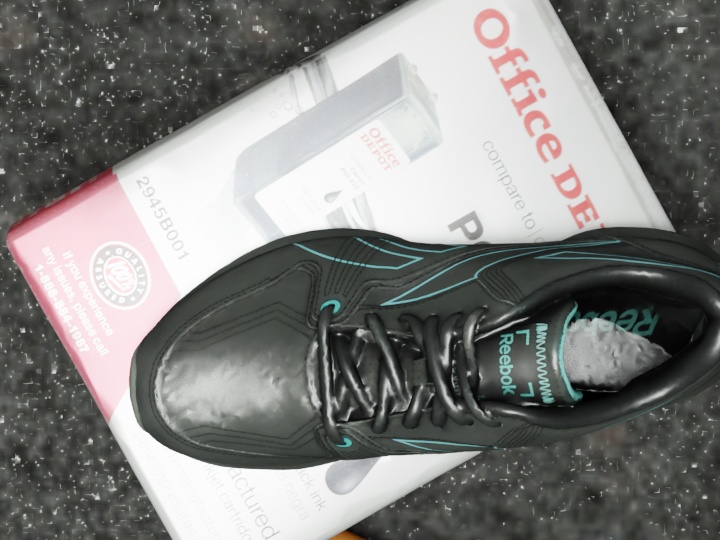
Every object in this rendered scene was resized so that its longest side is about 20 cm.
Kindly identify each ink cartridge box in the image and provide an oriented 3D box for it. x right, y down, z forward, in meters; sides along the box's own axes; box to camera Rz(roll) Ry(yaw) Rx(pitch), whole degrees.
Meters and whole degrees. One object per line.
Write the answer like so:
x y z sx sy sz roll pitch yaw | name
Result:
0.000 0.000 0.801 0.199 0.085 0.146 -30 94 -3 | ink cartridge box

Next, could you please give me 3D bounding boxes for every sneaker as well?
0.025 0.021 0.723 0.199 0.079 0.076 -10 94 -2 | sneaker

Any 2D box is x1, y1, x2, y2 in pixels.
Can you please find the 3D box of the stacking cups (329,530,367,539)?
0.028 0.136 0.849 0.199 0.061 0.061 25 102 4 | stacking cups
